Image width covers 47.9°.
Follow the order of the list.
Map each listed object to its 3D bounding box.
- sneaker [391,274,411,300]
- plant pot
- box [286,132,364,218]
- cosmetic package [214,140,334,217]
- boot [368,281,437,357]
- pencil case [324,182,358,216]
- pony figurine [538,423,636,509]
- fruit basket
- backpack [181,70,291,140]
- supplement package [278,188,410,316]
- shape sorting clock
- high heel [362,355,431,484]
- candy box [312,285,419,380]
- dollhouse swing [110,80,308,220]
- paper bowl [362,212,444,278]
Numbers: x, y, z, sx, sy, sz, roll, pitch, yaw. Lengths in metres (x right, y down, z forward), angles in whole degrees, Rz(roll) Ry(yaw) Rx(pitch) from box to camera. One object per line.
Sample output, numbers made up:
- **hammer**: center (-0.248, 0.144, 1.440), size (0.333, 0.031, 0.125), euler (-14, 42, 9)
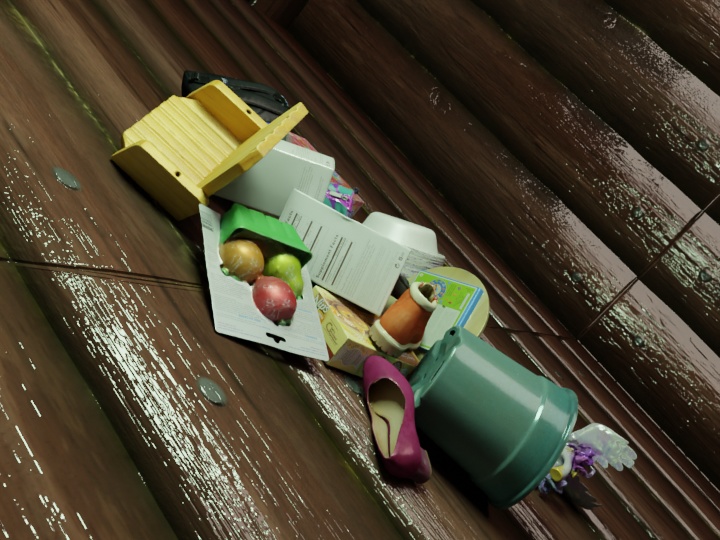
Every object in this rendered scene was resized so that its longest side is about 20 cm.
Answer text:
- **sneaker**: center (0.000, 0.000, 1.338), size (0.199, 0.080, 0.075), euler (37, -8, 10)
- **plant pot**: center (0.172, 0.195, 1.158), size (0.195, 0.201, 0.201), euler (37, 15, -5)
- **box**: center (-0.101, -0.170, 1.620), size (0.200, 0.103, 0.094), euler (47, 15, 18)
- **cosmetic package**: center (-0.149, -0.157, 1.319), size (0.196, 0.109, 0.085), euler (20, 19, -8)
- **boot**: center (0.083, 0.064, 1.229), size (0.075, 0.108, 0.200), euler (41, 11, 6)
- **pencil case**: center (-0.106, -0.146, 1.482), size (0.196, 0.093, 0.087), euler (23, 61, -8)
- **pony figurine**: center (0.358, 0.323, 1.429), size (0.198, 0.168, 0.193), euler (-7, 46, -50)
- **fruit basket**: center (-0.132, 0.020, 1.071), size (0.183, 0.093, 0.204), euler (20, 47, -41)
- **backpack**: center (-0.224, -0.290, 1.527), size (0.196, 0.156, 0.164), euler (-11, 48, -24)
- **supplement package**: center (-0.036, -0.027, 1.240), size (0.197, 0.111, 0.114), euler (27, 0, 0)
- **shape sorting clock**: center (0.120, 0.077, 1.351), size (0.201, 0.198, 0.039), euler (57, -3, 43)
- **high heel**: center (0.034, 0.179, 1.060), size (0.096, 0.067, 0.202), euler (43, 14, -48)
- **candy box**: center (0.003, 0.106, 1.215), size (0.199, 0.055, 0.116), euler (29, 20, -47)
- **dollhouse swing**: center (-0.204, -0.201, 1.126), size (0.181, 0.176, 0.201), euler (42, 47, -5)
- **paper bowl**: center (0.071, -0.047, 1.595), size (0.196, 0.107, 0.201), euler (17, 5, -2)
